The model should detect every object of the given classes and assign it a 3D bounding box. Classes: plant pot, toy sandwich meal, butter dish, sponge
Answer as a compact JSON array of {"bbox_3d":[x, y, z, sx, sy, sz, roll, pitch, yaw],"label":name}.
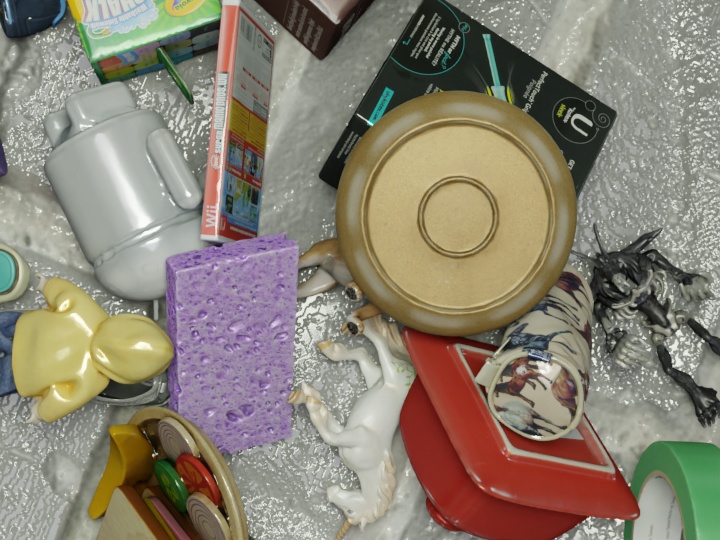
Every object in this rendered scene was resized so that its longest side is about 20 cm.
[{"bbox_3d":[0.078,-0.044,1.091,0.198,0.027,0.202,0,98,0],"label":"plant pot"},{"bbox_3d":[-0.172,0.215,1.143,0.070,0.205,0.207,-16,89,-39],"label":"toy sandwich meal"},{"bbox_3d":[0.110,0.168,1.178,0.198,0.201,0.148,14,123,-35],"label":"butter dish"},{"bbox_3d":[-0.111,0.069,1.160,0.111,0.030,0.201,-12,123,-25],"label":"sponge"}]

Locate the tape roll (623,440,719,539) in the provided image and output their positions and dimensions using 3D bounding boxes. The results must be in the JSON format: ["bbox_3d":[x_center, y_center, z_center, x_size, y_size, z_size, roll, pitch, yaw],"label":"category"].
[{"bbox_3d":[0.280,0.250,1.175,0.048,0.200,0.202,3,88,-7],"label":"tape roll"}]

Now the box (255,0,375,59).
[{"bbox_3d":[-0.022,-0.324,1.181,0.164,0.166,0.200,42,85,-4],"label":"box"}]

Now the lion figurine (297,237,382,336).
[{"bbox_3d":[0.000,0.000,1.194,0.122,0.199,0.073,-35,131,-38],"label":"lion figurine"}]

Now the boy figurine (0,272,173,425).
[{"bbox_3d":[-0.249,0.062,1.113,0.198,0.064,0.125,-7,78,12],"label":"boy figurine"}]

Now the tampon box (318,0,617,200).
[{"bbox_3d":[0.093,-0.110,1.187,0.199,0.126,0.150,32,64,-4],"label":"tampon box"}]

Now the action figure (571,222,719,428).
[{"bbox_3d":[0.275,0.042,1.234,0.200,0.102,0.119,43,96,-5],"label":"action figure"}]

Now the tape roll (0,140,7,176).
[{"bbox_3d":[-0.370,-0.158,1.119,0.084,0.200,0.201,-22,90,-6],"label":"tape roll"}]

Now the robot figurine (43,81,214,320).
[{"bbox_3d":[-0.197,-0.059,1.164,0.113,0.169,0.201,-25,89,-41],"label":"robot figurine"}]

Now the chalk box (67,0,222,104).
[{"bbox_3d":[-0.193,-0.240,1.180,0.123,0.125,0.201,-19,89,-7],"label":"chalk box"}]

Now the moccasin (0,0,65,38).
[{"bbox_3d":[-0.334,-0.300,1.187,0.068,0.080,0.201,-32,90,-18],"label":"moccasin"}]

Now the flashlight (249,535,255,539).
[{"bbox_3d":[-0.066,0.302,1.202,0.068,0.068,0.200,-44,94,-5],"label":"flashlight"}]

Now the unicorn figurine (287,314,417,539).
[{"bbox_3d":[0.000,0.136,1.207,0.137,0.074,0.200,42,76,-21],"label":"unicorn figurine"}]

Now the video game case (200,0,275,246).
[{"bbox_3d":[-0.105,-0.121,1.177,0.017,0.143,0.202,4,87,9],"label":"video game case"}]

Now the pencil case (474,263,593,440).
[{"bbox_3d":[0.154,0.060,1.153,0.089,0.200,0.078,38,116,-7],"label":"pencil case"}]

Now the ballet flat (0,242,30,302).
[{"bbox_3d":[-0.386,-0.004,1.181,0.198,0.069,0.070,9,87,0],"label":"ballet flat"}]

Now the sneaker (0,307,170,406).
[{"bbox_3d":[-0.255,0.075,1.181,0.198,0.082,0.075,8,87,-4],"label":"sneaker"}]
